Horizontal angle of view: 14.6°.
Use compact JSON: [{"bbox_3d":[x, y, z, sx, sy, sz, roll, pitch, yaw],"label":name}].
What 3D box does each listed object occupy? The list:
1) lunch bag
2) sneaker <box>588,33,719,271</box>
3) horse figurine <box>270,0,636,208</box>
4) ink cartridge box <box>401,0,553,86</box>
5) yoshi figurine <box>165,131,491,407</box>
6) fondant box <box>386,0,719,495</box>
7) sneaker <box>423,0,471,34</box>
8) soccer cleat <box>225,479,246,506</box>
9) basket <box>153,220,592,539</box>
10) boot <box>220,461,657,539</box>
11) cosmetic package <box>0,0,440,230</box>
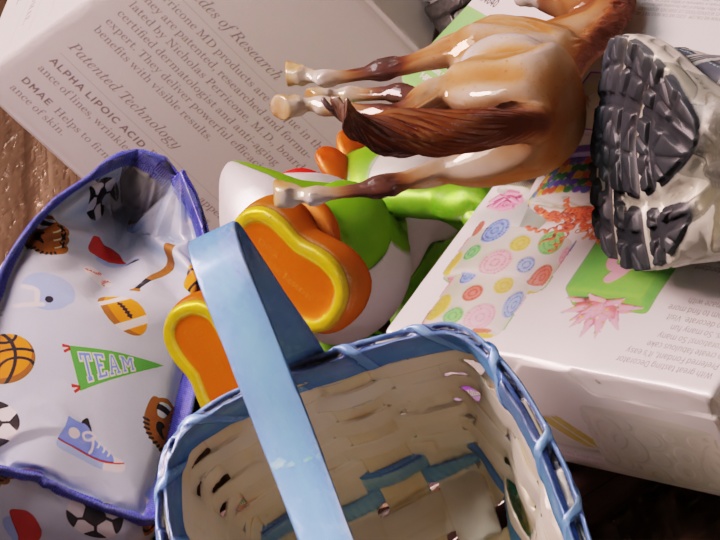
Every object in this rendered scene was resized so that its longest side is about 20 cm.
[{"bbox_3d":[-0.133,0.064,1.261,0.170,0.123,0.201,122,165,-45],"label":"lunch bag"},{"bbox_3d":[0.140,-0.032,0.922,0.200,0.086,0.078,-151,64,-67],"label":"sneaker"},{"bbox_3d":[0.036,-0.064,1.008,0.132,0.050,0.200,-8,15,7],"label":"horse figurine"},{"bbox_3d":[0.131,-0.113,1.189,0.200,0.084,0.145,-48,25,-1],"label":"ink cartridge box"},{"bbox_3d":[0.013,0.008,1.114,0.112,0.113,0.200,3,15,25],"label":"yoshi figurine"},{"bbox_3d":[0.124,-0.018,1.014,0.144,0.058,0.200,10,50,41],"label":"fondant box"},{"bbox_3d":[0.076,-0.176,1.386,0.078,0.090,0.201,-31,52,31],"label":"sneaker"},{"bbox_3d":[-0.032,0.035,1.259,0.084,0.065,0.201,-38,27,24],"label":"soccer cleat"},{"bbox_3d":[0.004,0.091,0.908,0.139,0.200,0.177,-24,65,8],"label":"basket"},{"bbox_3d":[0.044,0.076,1.085,0.200,0.064,0.186,-46,28,1],"label":"boot"},{"bbox_3d":[-0.058,-0.139,1.433,0.200,0.165,0.165,-31,30,31],"label":"cosmetic package"}]
